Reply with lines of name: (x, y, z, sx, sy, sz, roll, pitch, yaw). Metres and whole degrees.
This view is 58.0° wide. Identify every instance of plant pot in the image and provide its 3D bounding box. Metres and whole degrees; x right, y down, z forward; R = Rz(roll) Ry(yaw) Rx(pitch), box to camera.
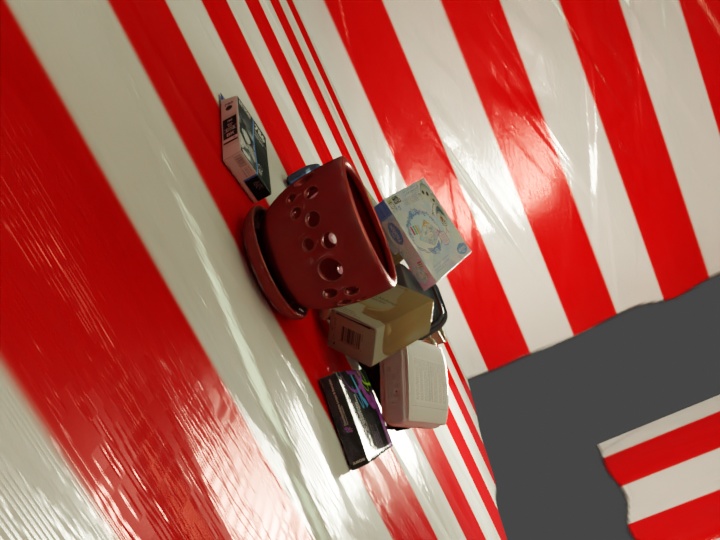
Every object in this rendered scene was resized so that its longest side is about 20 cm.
plant pot: (-0.060, -0.035, 0.947, 0.204, 0.179, 0.201, 62, 10, -19)

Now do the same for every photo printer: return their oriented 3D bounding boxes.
photo printer: (0.112, 0.222, 1.271, 0.198, 0.068, 0.172, 22, 62, -55)

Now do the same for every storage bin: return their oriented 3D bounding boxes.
storage bin: (0.063, 0.074, 1.376, 0.134, 0.197, 0.148, 42, 24, -44)

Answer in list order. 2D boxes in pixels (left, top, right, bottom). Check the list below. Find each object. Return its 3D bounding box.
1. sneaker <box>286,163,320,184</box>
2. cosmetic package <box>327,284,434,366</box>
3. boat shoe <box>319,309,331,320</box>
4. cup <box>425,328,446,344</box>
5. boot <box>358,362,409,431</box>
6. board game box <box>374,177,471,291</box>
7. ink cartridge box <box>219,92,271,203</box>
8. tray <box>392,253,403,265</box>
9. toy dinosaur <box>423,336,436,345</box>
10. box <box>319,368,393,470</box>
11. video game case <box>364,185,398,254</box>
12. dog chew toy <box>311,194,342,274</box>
sneaker: (-0.097, -0.169, 1.390, 0.200, 0.072, 0.084, 26, 43, -74)
cosmetic package: (0.040, 0.092, 1.160, 0.198, 0.103, 0.073, -21, 125, -53)
boat shoe: (-0.020, -0.002, 1.165, 0.059, 0.071, 0.207, 25, 73, -27)
cup: (0.122, 0.120, 1.700, 0.200, 0.140, 0.205, -24, 90, -81)
boot: (0.046, 0.220, 1.268, 0.199, 0.071, 0.171, 35, 39, -57)
board game box: (0.136, -0.084, 1.393, 0.202, 0.043, 0.199, 56, 37, 1)
ink cartridge box: (-0.192, -0.214, 1.077, 0.100, 0.038, 0.203, 56, 14, -45)
tray: (0.063, -0.020, 1.478, 0.037, 0.199, 0.099, 48, -5, -2)
toy dinosaur: (0.102, 0.130, 1.457, 0.085, 0.133, 0.206, 13, 90, -59)
box: (-0.003, 0.237, 1.064, 0.200, 0.035, 0.146, 23, 45, -75)
video game case: (0.017, -0.147, 1.420, 0.202, 0.023, 0.183, 54, 9, -20)
dog chew toy: (-0.073, -0.045, 1.109, 0.125, 0.121, 0.205, 50, 26, -57)
